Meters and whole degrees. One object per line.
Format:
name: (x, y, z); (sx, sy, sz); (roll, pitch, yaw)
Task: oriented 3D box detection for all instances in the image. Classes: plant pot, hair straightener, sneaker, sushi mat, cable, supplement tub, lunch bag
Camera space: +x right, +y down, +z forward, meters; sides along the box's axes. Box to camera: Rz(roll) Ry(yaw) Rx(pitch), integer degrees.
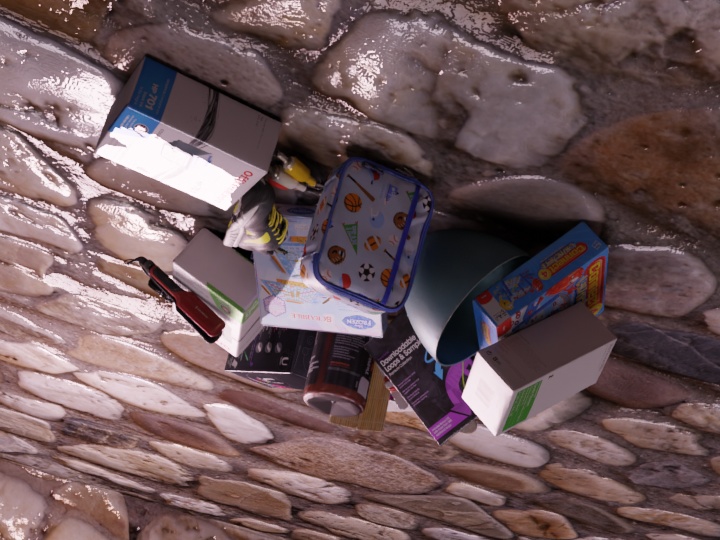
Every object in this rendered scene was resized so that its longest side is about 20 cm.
plant pot: (0.135, 0.018, 1.588); (0.135, 0.200, 0.200); (43, 165, 26)
hair straightener: (-0.303, 0.048, 1.779); (0.200, 0.041, 0.077); (37, 153, 5)
sneaker: (-0.135, -0.075, 1.544); (0.084, 0.075, 0.200); (19, 163, -10)
sushi mat: (0.011, 0.175, 1.901); (0.095, 0.201, 0.012); (11, 169, 6)
cable: (-0.062, -0.109, 1.543); (0.200, 0.051, 0.097); (30, 150, -28)
supplement tub: (-0.025, 0.134, 1.830); (0.106, 0.201, 0.107); (10, 154, 5)
lunch bag: (0.015, -0.048, 1.477); (0.160, 0.201, 0.076); (23, 165, -18)

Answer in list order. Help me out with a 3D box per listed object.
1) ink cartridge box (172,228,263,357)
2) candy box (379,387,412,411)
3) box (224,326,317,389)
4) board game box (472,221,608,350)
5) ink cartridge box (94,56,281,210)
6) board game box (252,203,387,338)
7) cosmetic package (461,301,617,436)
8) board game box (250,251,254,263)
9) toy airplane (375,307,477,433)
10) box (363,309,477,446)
ink cartridge box: (-0.230, 0.041, 1.817); (0.145, 0.084, 0.200); (35, 154, 8)
candy box: (0.018, 0.180, 1.972); (0.199, 0.137, 0.061); (-2, 151, 28)
box: (-0.130, 0.148, 1.960); (0.122, 0.107, 0.200); (25, 161, -38)
board game box: (0.259, 0.051, 1.577); (0.056, 0.195, 0.200); (51, 170, 28)
ink cartridge box: (-0.227, -0.175, 1.449); (0.199, 0.086, 0.146); (25, 151, -20)
board game box: (-0.061, 0.000, 1.659); (0.199, 0.041, 0.200); (6, 121, 14)
cosmetic package: (0.249, 0.135, 1.538); (0.199, 0.085, 0.108); (-22, 143, -28)
board game box: (-0.120, 0.023, 1.838); (0.135, 0.035, 0.200); (13, 153, -1)
toy airplane: (0.124, 0.143, 1.788); (0.199, 0.200, 0.141); (21, 164, -11)
box: (0.113, 0.151, 1.696); (0.143, 0.036, 0.200); (-44, 79, 32)
